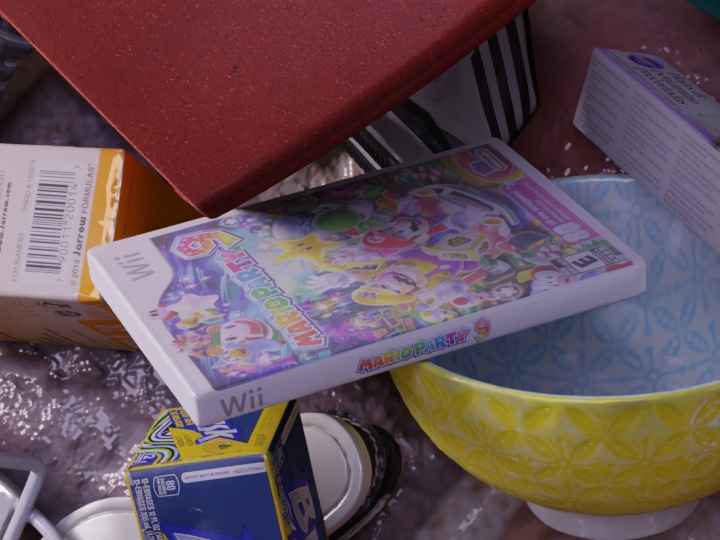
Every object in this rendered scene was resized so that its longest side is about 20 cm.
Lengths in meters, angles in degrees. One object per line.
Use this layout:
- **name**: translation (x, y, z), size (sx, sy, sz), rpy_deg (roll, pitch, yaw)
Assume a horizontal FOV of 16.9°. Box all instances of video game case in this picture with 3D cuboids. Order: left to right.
- **video game case**: translation (0.000, 0.000, 1.018), size (0.199, 0.018, 0.143), rpy_deg (-16, 30, -18)

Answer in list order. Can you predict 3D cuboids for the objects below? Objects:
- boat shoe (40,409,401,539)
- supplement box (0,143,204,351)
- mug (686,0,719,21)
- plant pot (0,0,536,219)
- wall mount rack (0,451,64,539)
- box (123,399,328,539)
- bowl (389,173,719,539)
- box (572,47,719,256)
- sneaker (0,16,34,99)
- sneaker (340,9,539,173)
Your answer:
- **boat shoe**: translation (-0.070, 0.121, 1.108), size (0.199, 0.060, 0.074), rpy_deg (-33, 74, 21)
- **supplement box**: translation (-0.185, -0.012, 1.141), size (0.198, 0.126, 0.074), rpy_deg (4, 78, 17)
- **mug**: translation (0.232, -0.110, 1.054), size (0.151, 0.114, 0.186), rpy_deg (-33, 69, 6)
- **plant pot**: translation (-0.046, -0.132, 1.010), size (0.200, 0.200, 0.176), rpy_deg (45, 94, -3)
- **wall mount rack**: translation (-0.231, 0.133, 1.133), size (0.199, 0.074, 0.175), rpy_deg (33, 104, 33)
- **box**: translation (-0.042, 0.158, 1.033), size (0.064, 0.070, 0.202), rpy_deg (-9, 108, 12)
- **bowl**: translation (0.106, 0.049, 1.040), size (0.198, 0.200, 0.108), rpy_deg (5, 120, 17)
- **box**: translation (0.152, -0.041, 1.035), size (0.200, 0.038, 0.042), rpy_deg (-130, 50, -57)
- **sneaker**: translation (-0.195, -0.149, 1.186), size (0.200, 0.075, 0.116), rpy_deg (-48, 51, 22)
- **sneaker**: translation (0.005, -0.132, 1.142), size (0.115, 0.076, 0.201), rpy_deg (-43, 90, -10)
